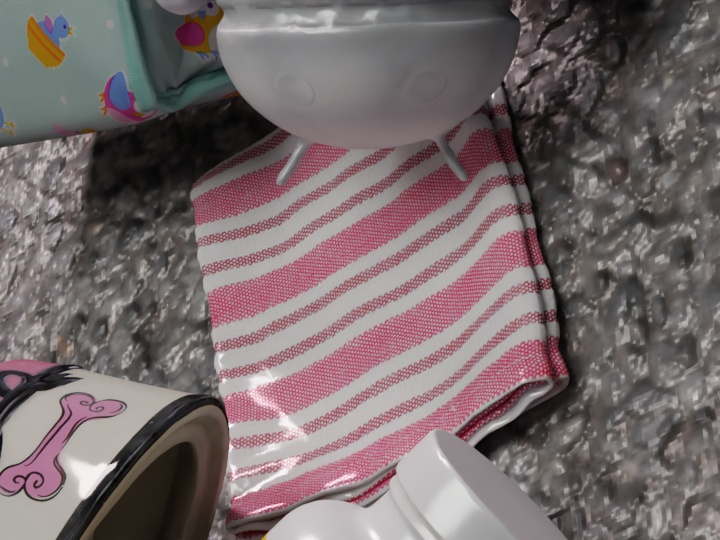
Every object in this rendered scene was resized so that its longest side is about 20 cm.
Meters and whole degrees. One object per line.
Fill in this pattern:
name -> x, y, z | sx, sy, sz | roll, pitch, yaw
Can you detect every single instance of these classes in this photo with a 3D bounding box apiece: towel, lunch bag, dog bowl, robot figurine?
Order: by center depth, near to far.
dog bowl -> -0.124, 0.119, 0.964 | 0.073, 0.200, 0.201 | 26, 80, 12
robot figurine -> 0.002, -0.132, 1.023 | 0.168, 0.113, 0.201 | 1, 96, 19
towel -> 0.000, 0.000, 1.062 | 0.146, 0.030, 0.201 | -32, 45, 23
lunch bag -> -0.122, -0.158, 1.137 | 0.170, 0.122, 0.201 | -4, 100, 45

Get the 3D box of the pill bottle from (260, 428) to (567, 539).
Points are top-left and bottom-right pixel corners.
pill bottle -> -0.019, 0.148, 0.918 | 0.200, 0.104, 0.104 | -47, 41, 8
